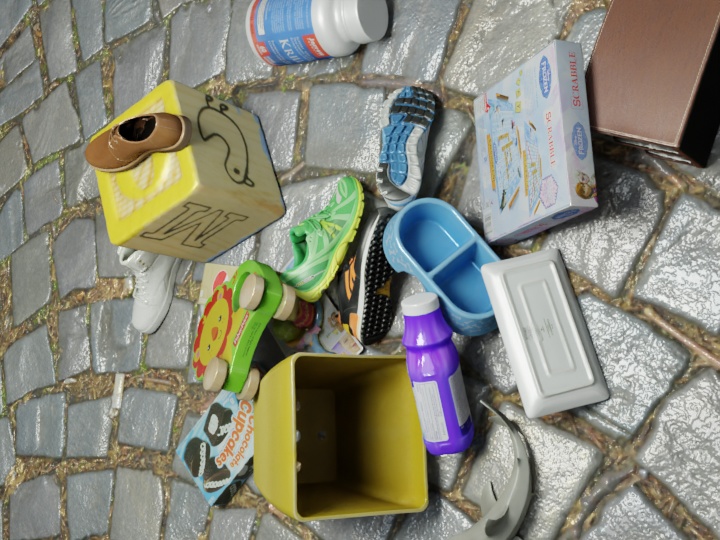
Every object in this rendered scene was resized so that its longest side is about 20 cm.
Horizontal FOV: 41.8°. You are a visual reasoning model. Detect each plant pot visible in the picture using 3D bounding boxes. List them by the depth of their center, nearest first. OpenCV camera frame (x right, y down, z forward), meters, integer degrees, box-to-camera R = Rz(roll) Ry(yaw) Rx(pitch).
[{"bbox_3d":[-0.045,0.219,1.251,0.176,0.199,0.201,-16,73,55],"label":"plant pot"}]

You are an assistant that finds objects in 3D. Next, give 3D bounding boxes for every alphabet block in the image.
[{"bbox_3d":[-0.268,-0.144,1.457,0.196,0.200,0.196,-30,67,27],"label":"alphabet block"}]

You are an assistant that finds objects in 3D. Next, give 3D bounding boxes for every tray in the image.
[{"bbox_3d":[0.225,0.071,1.151,0.107,0.022,0.201,-13,72,-7],"label":"tray"}]

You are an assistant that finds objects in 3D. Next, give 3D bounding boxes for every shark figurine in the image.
[{"bbox_3d":[0.171,0.279,1.158,0.128,0.089,0.216,20,96,34],"label":"shark figurine"}]

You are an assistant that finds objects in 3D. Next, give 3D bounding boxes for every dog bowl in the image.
[{"bbox_3d":[0.115,-0.010,1.209,0.111,0.050,0.200,-38,79,-14],"label":"dog bowl"}]

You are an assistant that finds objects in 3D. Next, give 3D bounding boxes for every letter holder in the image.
[{"bbox_3d":[0.353,-0.240,1.101,0.142,0.100,0.201,20,94,37],"label":"letter holder"}]

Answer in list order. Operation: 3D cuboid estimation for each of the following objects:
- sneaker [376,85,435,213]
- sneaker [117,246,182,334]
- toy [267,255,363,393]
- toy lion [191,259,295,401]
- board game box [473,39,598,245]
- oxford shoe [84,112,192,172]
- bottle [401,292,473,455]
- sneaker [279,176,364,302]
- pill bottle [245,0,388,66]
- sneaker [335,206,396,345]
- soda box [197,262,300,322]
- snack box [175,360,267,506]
[{"bbox_3d":[0.059,-0.164,1.313,0.075,0.087,0.201,9,64,9],"label":"sneaker"},{"bbox_3d":[-0.362,0.006,1.553,0.073,0.115,0.201,23,97,33],"label":"sneaker"},{"bbox_3d":[-0.092,0.079,1.393,0.115,0.047,0.200,-47,60,18],"label":"toy"},{"bbox_3d":[-0.176,0.074,1.304,0.201,0.068,0.192,-65,28,14],"label":"toy lion"},{"bbox_3d":[0.210,-0.149,1.161,0.199,0.041,0.201,154,115,-66],"label":"board game box"},{"bbox_3d":[-0.335,-0.191,1.348,0.199,0.071,0.072,-13,77,35],"label":"oxford shoe"},{"bbox_3d":[0.094,0.129,1.191,0.065,0.084,0.201,-10,105,14],"label":"bottle"},{"bbox_3d":[-0.053,-0.056,1.333,0.201,0.083,0.074,-68,12,-23],"label":"sneaker"},{"bbox_3d":[-0.064,-0.370,1.403,0.199,0.112,0.113,0,83,36],"label":"pill bottle"},{"bbox_3d":[0.000,0.000,1.303,0.090,0.070,0.201,28,121,40],"label":"sneaker"},{"bbox_3d":[-0.166,0.031,1.405,0.200,0.064,0.068,5,84,55],"label":"soda box"},{"bbox_3d":[-0.192,0.249,1.443,0.200,0.037,0.116,-52,59,17],"label":"snack box"}]
